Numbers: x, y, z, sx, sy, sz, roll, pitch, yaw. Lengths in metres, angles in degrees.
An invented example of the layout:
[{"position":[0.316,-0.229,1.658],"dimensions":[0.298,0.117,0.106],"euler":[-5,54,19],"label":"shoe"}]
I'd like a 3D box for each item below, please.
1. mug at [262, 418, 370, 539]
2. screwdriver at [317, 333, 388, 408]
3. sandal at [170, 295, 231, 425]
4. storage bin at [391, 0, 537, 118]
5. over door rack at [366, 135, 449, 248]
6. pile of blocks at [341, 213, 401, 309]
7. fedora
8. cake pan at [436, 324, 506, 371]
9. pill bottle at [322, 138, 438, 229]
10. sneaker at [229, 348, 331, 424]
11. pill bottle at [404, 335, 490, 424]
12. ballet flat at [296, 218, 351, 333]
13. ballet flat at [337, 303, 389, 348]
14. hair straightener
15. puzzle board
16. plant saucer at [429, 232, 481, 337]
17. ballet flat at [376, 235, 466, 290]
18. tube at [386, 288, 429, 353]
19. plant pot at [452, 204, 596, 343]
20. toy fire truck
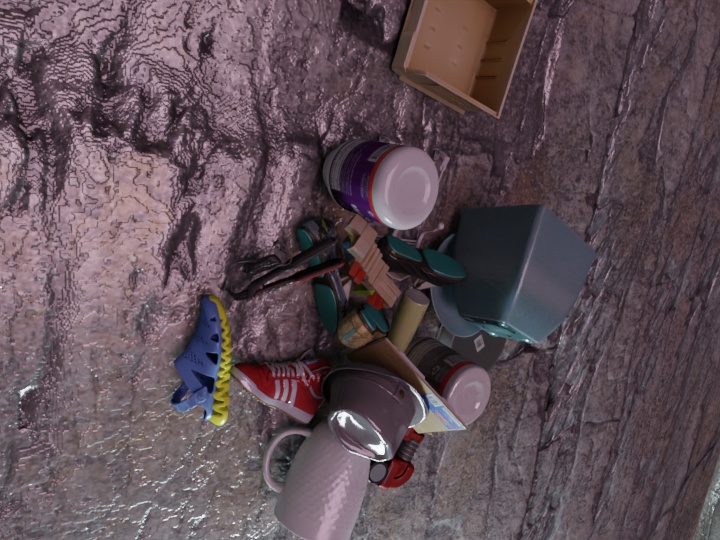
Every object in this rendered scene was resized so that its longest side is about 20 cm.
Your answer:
[{"position":[-0.079,0.358,0.935],"dimensions":[0.196,0.148,0.180],"euler":[23,82,-7],"label":"mug"},{"position":[-0.014,0.174,0.954],"dimensions":[0.199,0.028,0.030],"euler":[-38,102,-33],"label":"screwdriver"},{"position":[-0.238,0.139,0.787],"dimensions":[0.084,0.079,0.207],"euler":[2,101,-19],"label":"sandal"},{"position":[0.172,-0.392,0.877],"dimensions":[0.195,0.093,0.206],"euler":[13,98,-36],"label":"storage bin"},{"position":[0.083,-0.119,0.923],"dimensions":[0.145,0.066,0.206],"euler":[5,103,-36],"label":"over door rack"},{"position":[0.000,0.000,0.846],"dimensions":[0.063,0.080,0.202],"euler":[-55,142,-27],"label":"pile of blocks"},{"position":[0.016,0.243,0.855],"dimensions":[0.202,0.173,0.092],"euler":[57,34,-32],"label":"fedora"},{"position":[0.248,0.148,1.140],"dimensions":[0.196,0.036,0.206],"euler":[-12,112,-31],"label":"cake pan"},{"position":[0.020,-0.136,0.792],"dimensions":[0.110,0.199,0.116],"euler":[-11,112,-29],"label":"pill bottle"},{"position":[-0.122,0.172,0.876],"dimensions":[0.113,0.071,0.200],"euler":[-51,133,-4],"label":"sneaker"},{"position":[0.138,0.192,0.978],"dimensions":[0.108,0.199,0.114],"euler":[-10,111,-29],"label":"pill bottle"},{"position":[-0.047,0.007,0.877],"dimensions":[0.073,0.074,0.205],"euler":[-25,120,-24],"label":"ballet flat"},{"position":[0.002,0.098,0.903],"dimensions":[0.072,0.069,0.200],"euler":[-66,169,2],"label":"ballet flat"},{"position":[-0.125,-0.012,0.801],"dimensions":[0.195,0.041,0.079],"euler":[-19,110,1],"label":"hair straightener"},{"position":[0.075,0.199,0.892],"dimensions":[0.200,0.150,0.017],"euler":[47,58,-6],"label":"puzzle board"},{"position":[0.196,0.028,1.044],"dimensions":[0.197,0.038,0.208],"euler":[3,86,-38],"label":"plant saucer"},{"position":[0.098,-0.008,0.925],"dimensions":[0.196,0.069,0.069],"euler":[20,129,-31],"label":"ballet flat"},{"position":[0.066,0.131,0.961],"dimensions":[0.057,0.052,0.204],"euler":[-6,126,-42],"label":"tube"},{"position":[0.283,0.017,0.976],"dimensions":[0.193,0.194,0.205],"euler":[29,76,-33],"label":"plant pot"},{"position":[0.093,0.342,1.062],"dimensions":[0.197,0.128,0.180],"euler":[27,90,-27],"label":"toy fire truck"}]
